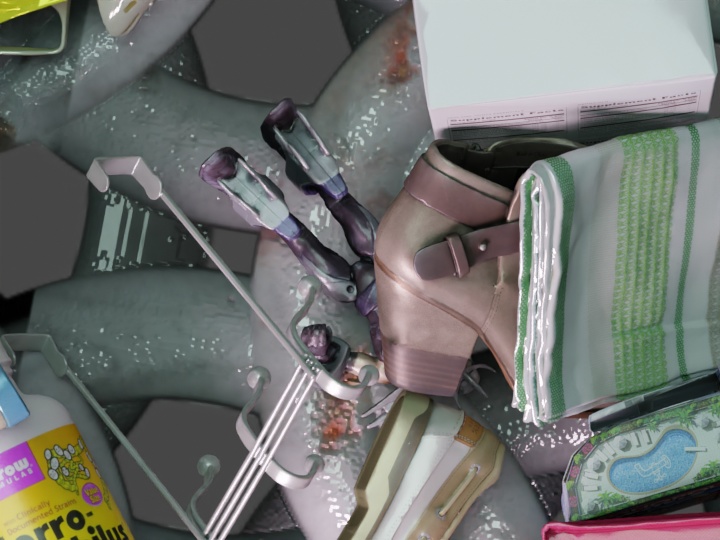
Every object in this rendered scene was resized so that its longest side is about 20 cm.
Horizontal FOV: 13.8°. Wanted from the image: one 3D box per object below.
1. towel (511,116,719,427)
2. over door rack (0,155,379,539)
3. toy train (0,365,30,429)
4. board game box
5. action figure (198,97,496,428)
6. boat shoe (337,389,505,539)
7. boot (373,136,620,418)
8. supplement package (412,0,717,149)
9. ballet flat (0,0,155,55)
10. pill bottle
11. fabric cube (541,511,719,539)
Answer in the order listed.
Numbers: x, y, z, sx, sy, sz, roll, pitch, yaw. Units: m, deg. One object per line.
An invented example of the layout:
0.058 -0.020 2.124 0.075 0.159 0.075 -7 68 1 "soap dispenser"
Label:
0.170 -0.005 1.583 0.200 0.031 0.149 -13 117 -31 "towel"
-0.090 0.047 1.628 0.200 0.067 0.148 42 121 20 "over door rack"
-0.268 0.033 1.568 0.116 0.085 0.200 -31 65 -12 "toy train"
0.197 0.081 1.562 0.200 0.200 0.062 -16 80 1 "board game box"
0.000 0.000 1.659 0.130 0.069 0.200 -42 84 -13 "action figure"
0.014 0.168 1.623 0.068 0.075 0.200 24 94 -5 "boat shoe"
0.100 0.000 1.592 0.200 0.070 0.146 2 119 -25 "boot"
0.106 -0.143 1.608 0.151 0.200 0.152 -7 79 3 "supplement package"
-0.164 -0.161 1.708 0.200 0.067 0.067 -14 100 4 "ballet flat"
-0.185 0.139 1.620 0.104 0.104 0.200 -28 85 -1 "pill bottle"
0.195 0.225 1.538 0.196 0.199 0.200 -4 80 5 "fabric cube"
